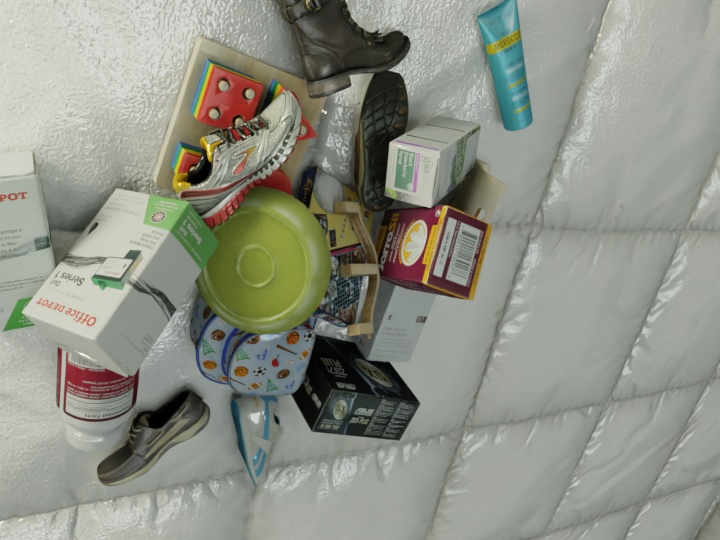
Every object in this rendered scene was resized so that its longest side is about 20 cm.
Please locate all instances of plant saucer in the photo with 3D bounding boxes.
[{"bbox_3d":[-0.137,-0.008,0.866,0.194,0.031,0.206,1,102,5],"label":"plant saucer"}]

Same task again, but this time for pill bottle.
[{"bbox_3d":[-0.371,0.148,0.918,0.110,0.113,0.205,0,119,-30],"label":"pill bottle"}]

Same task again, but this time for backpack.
[{"bbox_3d":[-0.165,0.100,0.996,0.185,0.155,0.204,5,119,-21],"label":"backpack"}]

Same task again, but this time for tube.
[{"bbox_3d":[0.237,-0.327,1.040,0.077,0.050,0.203,-34,125,-18],"label":"tube"}]

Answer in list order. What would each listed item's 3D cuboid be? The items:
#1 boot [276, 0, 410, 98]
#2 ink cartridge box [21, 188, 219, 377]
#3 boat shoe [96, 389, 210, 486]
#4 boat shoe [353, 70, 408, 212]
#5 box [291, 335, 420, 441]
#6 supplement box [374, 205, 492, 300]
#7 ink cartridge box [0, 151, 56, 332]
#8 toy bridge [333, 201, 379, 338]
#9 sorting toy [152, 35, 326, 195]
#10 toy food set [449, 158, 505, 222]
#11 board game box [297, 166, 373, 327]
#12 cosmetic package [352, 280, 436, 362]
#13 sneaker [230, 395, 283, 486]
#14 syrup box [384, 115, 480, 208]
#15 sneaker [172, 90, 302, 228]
[{"bbox_3d":[-0.025,-0.342,0.855,0.198,0.069,0.178,-34,119,-28],"label":"boot"},{"bbox_3d":[-0.292,0.009,0.799,0.203,0.143,0.085,-63,147,-27],"label":"ink cartridge box"},{"bbox_3d":[-0.340,0.260,1.041,0.198,0.074,0.075,-35,121,-19],"label":"boat shoe"},{"bbox_3d":[0.021,-0.194,0.970,0.074,0.074,0.206,2,107,-21],"label":"boat shoe"},{"bbox_3d":[-0.021,0.202,1.128,0.197,0.164,0.088,17,110,-36],"label":"box"},{"bbox_3d":[0.097,-0.028,0.969,0.084,0.199,0.113,19,86,-23],"label":"supplement box"},{"bbox_3d":[-0.449,-0.031,0.779,0.143,0.083,0.205,-9,123,-25],"label":"ink cartridge box"},{"bbox_3d":[0.000,0.000,0.974,0.066,0.027,0.206,-1,83,-48],"label":"toy bridge"},{"bbox_3d":[-0.153,-0.176,0.878,0.195,0.070,0.204,12,111,-36],"label":"sorting toy"},{"bbox_3d":[0.186,-0.096,1.064,0.059,0.201,0.146,25,107,-5],"label":"toy food set"},{"bbox_3d":[-0.047,-0.033,0.975,0.134,0.034,0.205,29,62,-40],"label":"board game box"},{"bbox_3d":[0.069,0.058,1.154,0.099,0.074,0.204,5,116,-32],"label":"cosmetic package"},{"bbox_3d":[-0.177,0.303,1.155,0.079,0.077,0.204,-17,127,-23],"label":"sneaker"},{"bbox_3d":[0.111,-0.168,0.967,0.200,0.080,0.081,-40,140,-54],"label":"syrup box"},{"bbox_3d":[-0.150,-0.146,0.801,0.200,0.078,0.082,-46,130,2],"label":"sneaker"}]
